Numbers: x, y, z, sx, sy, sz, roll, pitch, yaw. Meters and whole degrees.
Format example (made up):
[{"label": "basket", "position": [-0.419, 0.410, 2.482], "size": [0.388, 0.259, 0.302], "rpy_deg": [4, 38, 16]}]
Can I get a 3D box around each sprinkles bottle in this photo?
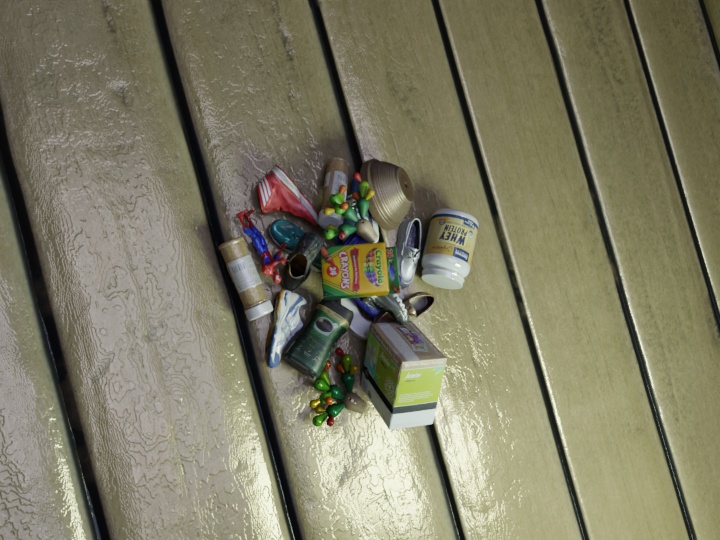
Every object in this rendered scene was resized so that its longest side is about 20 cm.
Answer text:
[{"label": "sprinkles bottle", "position": [-0.287, 0.020, 1.500], "size": [0.067, 0.068, 0.203], "rpy_deg": [-23, 91, -25]}, {"label": "sprinkles bottle", "position": [-0.070, -0.208, 1.615], "size": [0.067, 0.068, 0.203], "rpy_deg": [18, 58, -20]}]

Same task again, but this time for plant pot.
[{"label": "plant pot", "position": [0.086, -0.219, 1.647], "size": [0.201, 0.091, 0.204], "rpy_deg": [41, 41, -48]}]

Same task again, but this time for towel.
[{"label": "towel", "position": [0.009, 0.011, 1.602], "size": [0.200, 0.049, 0.148], "rpy_deg": [46, 71, -25]}]

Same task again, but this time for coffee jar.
[{"label": "coffee jar", "position": [-0.102, 0.169, 1.537], "size": [0.103, 0.086, 0.201], "rpy_deg": [30, 68, 9]}]

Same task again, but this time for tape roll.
[{"label": "tape roll", "position": [0.030, 0.091, 1.659], "size": [0.199, 0.037, 0.207], "rpy_deg": [4, 80, -25]}]

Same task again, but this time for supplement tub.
[{"label": "supplement tub", "position": [0.255, -0.061, 1.726], "size": [0.142, 0.144, 0.203], "rpy_deg": [20, 74, -20]}]

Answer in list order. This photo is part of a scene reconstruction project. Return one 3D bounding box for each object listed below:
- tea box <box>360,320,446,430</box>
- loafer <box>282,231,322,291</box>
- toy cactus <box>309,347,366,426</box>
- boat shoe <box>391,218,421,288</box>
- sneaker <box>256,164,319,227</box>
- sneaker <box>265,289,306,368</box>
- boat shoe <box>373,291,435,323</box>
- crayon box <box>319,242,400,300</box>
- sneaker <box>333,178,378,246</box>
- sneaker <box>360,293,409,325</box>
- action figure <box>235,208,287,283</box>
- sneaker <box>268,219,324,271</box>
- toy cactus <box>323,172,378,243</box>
[{"label": "tea box", "position": [0.105, 0.263, 1.539], "size": [0.131, 0.200, 0.200], "rpy_deg": [0, 112, -24]}, {"label": "loafer", "position": [-0.161, -0.009, 1.502], "size": [0.072, 0.201, 0.073], "rpy_deg": [29, 44, 1]}, {"label": "toy cactus", "position": [-0.047, 0.320, 1.558], "size": [0.164, 0.102, 0.203], "rpy_deg": [34, 61, -26]}, {"label": "boat shoe", "position": [0.142, -0.053, 1.715], "size": [0.071, 0.068, 0.204], "rpy_deg": [18, 75, -20]}, {"label": "sneaker", "position": [-0.199, -0.170, 1.593], "size": [0.115, 0.078, 0.201], "rpy_deg": [-40, 107, -1]}, {"label": "sneaker", "position": [-0.187, 0.153, 1.530], "size": [0.087, 0.075, 0.204], "rpy_deg": [17, 76, -22]}, {"label": "boat shoe", "position": [0.121, 0.110, 1.637], "size": [0.198, 0.072, 0.077], "rpy_deg": [-30, 94, -25]}, {"label": "crayon box", "position": [0.000, 0.000, 1.499], "size": [0.196, 0.051, 0.129], "rpy_deg": [-5, 78, -3]}, {"label": "sneaker", "position": [-0.034, -0.154, 1.644], "size": [0.144, 0.080, 0.204], "rpy_deg": [-13, 93, -30]}, {"label": "sneaker", "position": [0.047, 0.070, 1.555], "size": [0.090, 0.066, 0.202], "rpy_deg": [-35, 95, -14]}, {"label": "action figure", "position": [-0.232, -0.069, 1.520], "size": [0.203, 0.098, 0.065], "rpy_deg": [67, 23, 0]}, {"label": "sneaker", "position": [-0.149, -0.073, 1.580], "size": [0.198, 0.079, 0.078], "rpy_deg": [33, 70, -16]}, {"label": "toy cactus", "position": [-0.011, -0.140, 1.525], "size": [0.165, 0.102, 0.202], "rpy_deg": [45, 50, -21]}]
